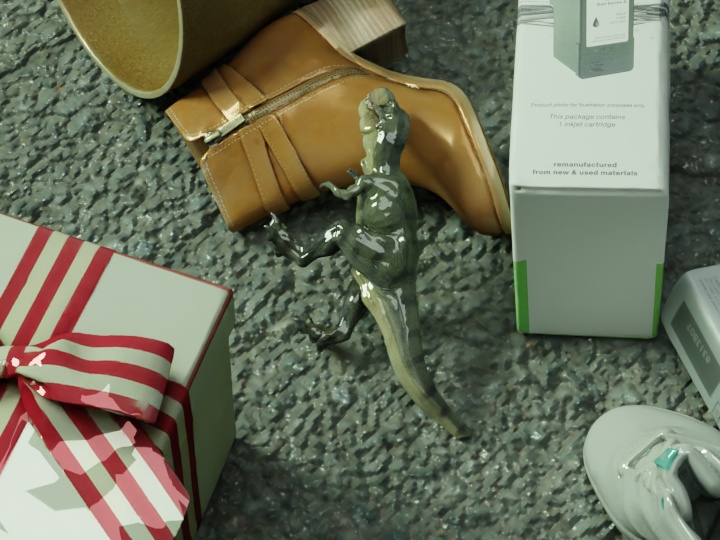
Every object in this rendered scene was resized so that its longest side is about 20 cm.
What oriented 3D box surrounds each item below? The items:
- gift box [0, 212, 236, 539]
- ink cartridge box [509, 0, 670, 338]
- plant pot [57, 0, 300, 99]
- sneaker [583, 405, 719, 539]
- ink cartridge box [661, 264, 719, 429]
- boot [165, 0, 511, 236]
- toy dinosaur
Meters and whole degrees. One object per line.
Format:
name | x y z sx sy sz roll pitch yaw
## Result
gift box | -0.160 0.096 0.888 0.183 0.187 0.201 13 58 6
ink cartridge box | 0.130 -0.085 1.009 0.083 0.146 0.201 1 57 8
plant pot | -0.080 -0.231 1.120 0.199 0.187 0.186 -28 58 -27
sneaker | 0.161 0.107 0.880 0.075 0.089 0.200 -43 34 -1
ink cartridge box | 0.284 0.059 0.973 0.199 0.057 0.163 -8 54 -24
boot | -0.012 -0.064 1.063 0.154 0.074 0.200 -32 60 -6
toy dinosaur | 0.000 0.000 1.000 0.087 0.047 0.202 -12 85 17
